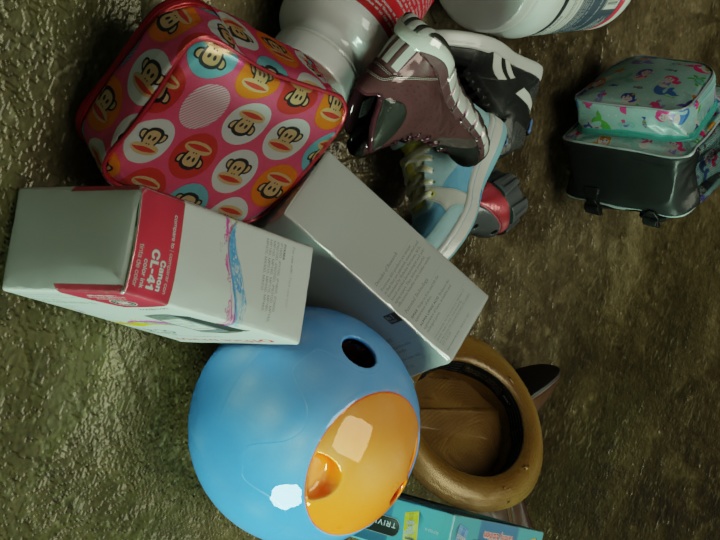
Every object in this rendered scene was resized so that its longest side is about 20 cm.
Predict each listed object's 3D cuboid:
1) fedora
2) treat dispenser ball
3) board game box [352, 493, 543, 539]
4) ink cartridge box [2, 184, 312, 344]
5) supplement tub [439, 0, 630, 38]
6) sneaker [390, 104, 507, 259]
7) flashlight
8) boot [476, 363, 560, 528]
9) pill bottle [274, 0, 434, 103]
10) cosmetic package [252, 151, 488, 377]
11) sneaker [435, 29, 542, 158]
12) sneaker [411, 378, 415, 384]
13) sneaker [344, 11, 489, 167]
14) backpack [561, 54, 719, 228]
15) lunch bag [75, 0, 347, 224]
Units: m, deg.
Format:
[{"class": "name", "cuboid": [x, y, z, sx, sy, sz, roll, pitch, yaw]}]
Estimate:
[{"class": "fedora", "cuboid": [0.090, 0.160, 1.579, 0.199, 0.082, 0.203, 18, 57, -29]}, {"class": "treat dispenser ball", "cuboid": [-0.048, 0.133, 1.340, 0.200, 0.199, 0.204, -12, 106, -48]}, {"class": "board game box", "cuboid": [0.047, 0.237, 1.474, 0.150, 0.198, 0.048, 20, 82, -49]}, {"class": "ink cartridge box", "cuboid": [-0.154, -0.001, 1.226, 0.199, 0.146, 0.087, 22, 73, -48]}, {"class": "supplement tub", "cuboid": [0.178, -0.307, 1.580, 0.199, 0.139, 0.142, -14, 108, -48]}, {"class": "sneaker", "cuboid": [0.053, -0.098, 1.494, 0.130, 0.079, 0.201, 37, 53, -20]}, {"class": "flashlight", "cuboid": [0.086, -0.033, 1.582, 0.068, 0.068, 0.199, 47, 53, 8]}, {"class": "boot", "cuboid": [0.170, 0.226, 1.725, 0.186, 0.064, 0.202, -33, 119, -27]}, {"class": "pill bottle", "cuboid": [-0.002, -0.238, 1.398, 0.201, 0.111, 0.113, -58, 135, -26]}, {"class": "cosmetic package", "cuboid": [0.000, 0.000, 1.383, 0.199, 0.113, 0.082, 39, 61, -13]}, {"class": "sneaker", "cuboid": [0.119, -0.171, 1.585, 0.199, 0.072, 0.113, 10, 87, -52]}, {"class": "sneaker", "cuboid": [0.007, 0.093, 1.468, 0.078, 0.090, 0.203, -36, 119, -69]}, {"class": "sneaker", "cuboid": [0.039, -0.129, 1.385, 0.116, 0.076, 0.200, -45, 144, -8]}, {"class": "backpack", "cuboid": [0.334, -0.156, 1.769, 0.199, 0.176, 0.152, -32, 125, -47]}, {"class": "lunch bag", "cuboid": [-0.124, -0.112, 1.267, 0.177, 0.082, 0.199, -50, 143, 16]}]
